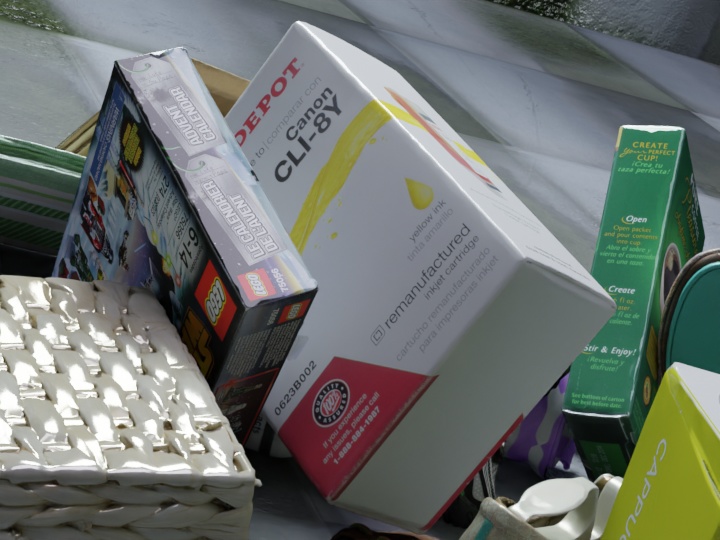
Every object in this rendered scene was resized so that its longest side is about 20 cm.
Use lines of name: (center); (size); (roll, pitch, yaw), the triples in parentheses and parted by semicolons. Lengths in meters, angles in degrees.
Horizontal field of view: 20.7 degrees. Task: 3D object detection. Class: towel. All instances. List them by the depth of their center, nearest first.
towel: (-0.209, -0.047, 1.192); (0.152, 0.024, 0.200); (15, -16, -17)

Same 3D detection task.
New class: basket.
basket: (-0.131, 0.091, 0.792); (0.135, 0.124, 0.200); (4, 21, -22)

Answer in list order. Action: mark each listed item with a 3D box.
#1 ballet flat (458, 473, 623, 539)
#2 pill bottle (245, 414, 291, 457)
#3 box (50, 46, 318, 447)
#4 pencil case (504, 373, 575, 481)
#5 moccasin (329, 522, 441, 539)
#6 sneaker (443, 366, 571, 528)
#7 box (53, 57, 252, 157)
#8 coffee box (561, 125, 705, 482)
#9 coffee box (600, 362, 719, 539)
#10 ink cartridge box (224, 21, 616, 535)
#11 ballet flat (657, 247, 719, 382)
ballet flat: (0.125, 0.140, 1.053); (0.067, 0.063, 0.199); (30, 19, 34)
pill bottle: (-0.066, 0.035, 1.086); (0.199, 0.117, 0.116); (19, 16, 1)
box: (-0.090, 0.015, 0.909); (0.040, 0.200, 0.137); (-16, 62, -29)
pencil case: (0.050, 0.058, 1.213); (0.199, 0.084, 0.086); (25, -21, 13)
moccasin: (0.011, 0.155, 0.850); (0.077, 0.074, 0.201); (17, 15, -6)
sneaker: (0.079, 0.056, 1.116); (0.085, 0.078, 0.201); (10, 54, 3)
box: (-0.062, -0.059, 1.169); (0.199, 0.021, 0.163); (20, -28, -27)
coffee box: (0.168, 0.027, 1.184); (0.044, 0.201, 0.123); (4, -30, 20)
coffee box: (0.193, 0.180, 0.749); (0.196, 0.201, 0.200); (15, 17, -11)
ink cartridge box: (0.000, 0.000, 0.932); (0.083, 0.145, 0.200); (23, 20, -48)
ballet flat: (0.209, 0.069, 1.158); (0.068, 0.201, 0.067); (-2, 25, 7)
